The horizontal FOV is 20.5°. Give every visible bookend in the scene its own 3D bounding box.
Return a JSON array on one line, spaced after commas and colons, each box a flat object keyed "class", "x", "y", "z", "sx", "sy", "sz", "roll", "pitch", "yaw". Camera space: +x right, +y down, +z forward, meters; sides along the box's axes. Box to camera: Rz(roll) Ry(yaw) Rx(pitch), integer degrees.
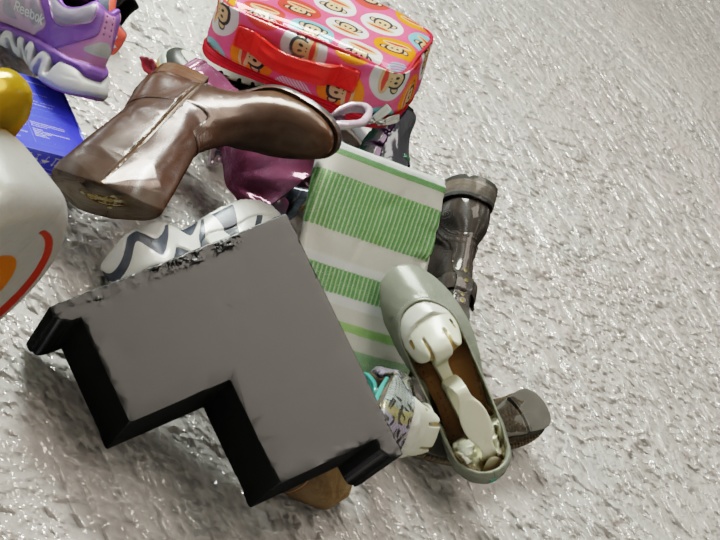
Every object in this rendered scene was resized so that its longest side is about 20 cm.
[{"class": "bookend", "x": -0.106, "y": 0.092, "z": 1.446, "sx": 0.198, "sy": 0.092, "sz": 0.201, "roll": -23, "pitch": 80, "yaw": -27}]

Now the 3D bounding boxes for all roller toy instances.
[{"class": "roller toy", "x": -0.298, "y": -0.034, "z": 1.305, "sx": 0.182, "sy": 0.200, "sz": 0.140, "roll": -29, "pitch": 73, "yaw": -42}]

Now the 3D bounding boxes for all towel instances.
[{"class": "towel", "x": 0.000, "y": 0.000, "z": 1.713, "sx": 0.152, "sy": 0.023, "sz": 0.202, "roll": 18, "pitch": 80, "yaw": -40}]

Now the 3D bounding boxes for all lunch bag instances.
[{"class": "lunch bag", "x": -0.040, "y": -0.206, "z": 1.832, "sx": 0.199, "sy": 0.082, "sz": 0.176, "roll": 23, "pitch": 25, "yaw": 6}]

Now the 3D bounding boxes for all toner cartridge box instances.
[{"class": "toner cartridge box", "x": -0.311, "y": -0.122, "z": 1.574, "sx": 0.199, "sy": 0.043, "sz": 0.095, "roll": 13, "pitch": 39, "yaw": -46}]

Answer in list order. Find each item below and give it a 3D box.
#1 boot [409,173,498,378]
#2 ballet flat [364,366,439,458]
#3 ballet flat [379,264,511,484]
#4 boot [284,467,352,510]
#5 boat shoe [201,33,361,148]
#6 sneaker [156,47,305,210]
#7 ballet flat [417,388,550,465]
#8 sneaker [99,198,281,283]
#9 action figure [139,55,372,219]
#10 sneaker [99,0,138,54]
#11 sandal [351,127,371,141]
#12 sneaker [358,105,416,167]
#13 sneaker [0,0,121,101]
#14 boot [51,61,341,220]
[{"class": "boot", "x": 0.064, "y": 0.019, "z": 1.825, "sx": 0.069, "sy": 0.200, "sz": 0.176, "roll": 17, "pitch": 65, "yaw": -11}, {"class": "ballet flat", "x": 0.031, "y": 0.117, "z": 1.603, "sx": 0.072, "sy": 0.072, "sz": 0.200, "roll": 41, "pitch": 3, "yaw": -5}, {"class": "ballet flat", "x": 0.076, "y": 0.084, "z": 1.674, "sx": 0.064, "sy": 0.067, "sz": 0.201, "roll": 124, "pitch": -58, "yaw": -84}, {"class": "boot", "x": -0.047, "y": 0.103, "z": 1.596, "sx": 0.075, "sy": 0.073, "sz": 0.201, "roll": 37, "pitch": 36, "yaw": -40}, {"class": "boat shoe", "x": -0.072, "y": -0.164, "z": 1.944, "sx": 0.199, "sy": 0.072, "sz": 0.069, "roll": 36, "pitch": 6, "yaw": -1}, {"class": "sneaker", "x": -0.099, "y": -0.151, "z": 1.859, "sx": 0.200, "sy": 0.088, "sz": 0.076, "roll": 42, "pitch": 28, "yaw": -1}, {"class": "ballet flat", "x": 0.097, "y": 0.143, "z": 1.765, "sx": 0.199, "sy": 0.046, "sz": 0.068, "roll": -8, "pitch": 64, "yaw": -51}, {"class": "sneaker", "x": -0.105, "y": 0.018, "z": 1.617, "sx": 0.130, "sy": 0.079, "sz": 0.199, "roll": 54, "pitch": 28, "yaw": 16}, {"class": "action figure", "x": -0.115, "y": -0.131, "z": 1.738, "sx": 0.200, "sy": 0.149, "sz": 0.134, "roll": 40, "pitch": 26, "yaw": 6}, {"class": "sneaker", "x": -0.247, "y": -0.273, "z": 1.851, "sx": 0.084, "sy": 0.075, "sz": 0.201, "roll": 26, "pitch": 41, "yaw": -27}, {"class": "sandal", "x": 0.012, "y": -0.141, "z": 1.998, "sx": 0.207, "sy": 0.079, "sz": 0.059, "roll": 48, "pitch": 68, "yaw": -6}, {"class": "sneaker", "x": 0.020, "y": -0.066, "z": 1.855, "sx": 0.087, "sy": 0.075, "sz": 0.201, "roll": 32, "pitch": 58, "yaw": 1}, {"class": "sneaker", "x": -0.268, "y": -0.222, "z": 1.684, "sx": 0.200, "sy": 0.089, "sz": 0.080, "roll": 36, "pitch": 18, "yaw": 35}, {"class": "boot", "x": -0.130, "y": -0.089, "z": 1.605, "sx": 0.185, "sy": 0.065, "sz": 0.200, "roll": 15, "pitch": 33, "yaw": 13}]
